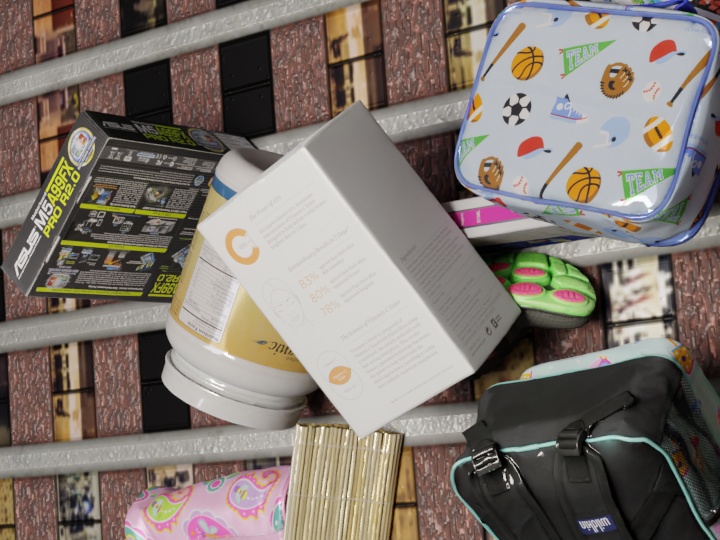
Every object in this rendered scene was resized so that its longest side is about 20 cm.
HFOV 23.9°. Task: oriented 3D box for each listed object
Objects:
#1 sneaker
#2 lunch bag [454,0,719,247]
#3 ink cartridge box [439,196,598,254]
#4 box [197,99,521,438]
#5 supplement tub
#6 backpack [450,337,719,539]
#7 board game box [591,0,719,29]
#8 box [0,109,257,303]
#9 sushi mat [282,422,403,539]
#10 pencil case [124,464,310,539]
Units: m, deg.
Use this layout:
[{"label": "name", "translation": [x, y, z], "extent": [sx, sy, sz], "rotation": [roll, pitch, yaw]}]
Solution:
[{"label": "sneaker", "translation": [0.096, 0.040, 1.318], "extent": [0.199, 0.077, 0.084], "rotation": [-9, 114, 33]}, {"label": "lunch bag", "translation": [0.166, -0.107, 1.147], "extent": [0.199, 0.075, 0.161], "rotation": [14, 84, 40]}, {"label": "ink cartridge box", "translation": [0.103, -0.034, 1.289], "extent": [0.199, 0.094, 0.037], "rotation": [-11, 80, 37]}, {"label": "box", "translation": [0.000, 0.000, 1.242], "extent": [0.124, 0.097, 0.200], "rotation": [-33, 97, 37]}, {"label": "supplement tub", "translation": [-0.076, 0.015, 1.397], "extent": [0.144, 0.144, 0.201], "rotation": [29, 105, 36]}, {"label": "backpack", "translation": [0.181, 0.154, 1.171], "extent": [0.175, 0.153, 0.201], "rotation": [-17, 114, 34]}, {"label": "board game box", "translation": [0.221, -0.233, 1.213], "extent": [0.126, 0.035, 0.200], "rotation": [-45, 58, -4]}, {"label": "box", "translation": [-0.189, -0.049, 1.455], "extent": [0.044, 0.200, 0.161], "rotation": [44, 114, 31]}, {"label": "sushi mat", "translation": [-0.020, 0.224, 1.376], "extent": [0.012, 0.095, 0.201], "rotation": [-167, 84, -69]}, {"label": "pencil case", "translation": [-0.112, 0.217, 1.450], "extent": [0.199, 0.087, 0.088], "rotation": [-13, 79, 35]}]
